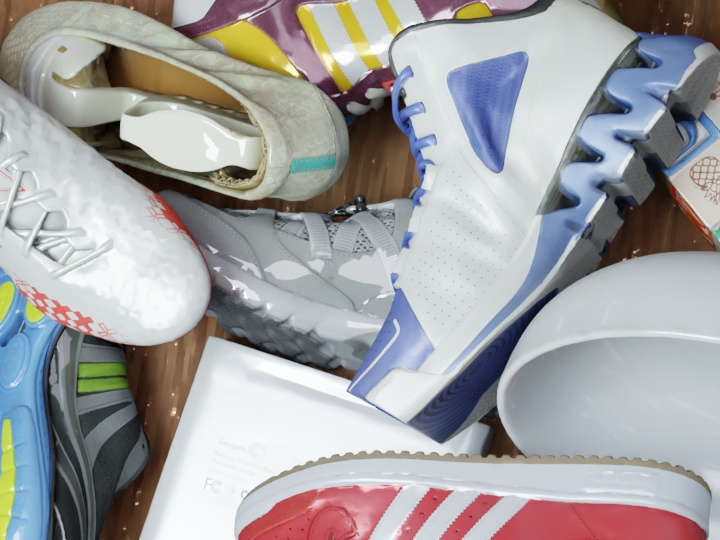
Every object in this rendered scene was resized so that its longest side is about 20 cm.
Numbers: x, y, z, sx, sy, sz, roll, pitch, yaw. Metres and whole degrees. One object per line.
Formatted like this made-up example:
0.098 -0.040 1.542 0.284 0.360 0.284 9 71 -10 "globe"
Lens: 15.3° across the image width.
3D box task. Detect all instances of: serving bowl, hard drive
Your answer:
0.157 0.048 1.054 0.199 0.200 0.066 14 65 12 "serving bowl"
-0.035 0.143 1.148 0.131 0.026 0.201 17 84 12 "hard drive"

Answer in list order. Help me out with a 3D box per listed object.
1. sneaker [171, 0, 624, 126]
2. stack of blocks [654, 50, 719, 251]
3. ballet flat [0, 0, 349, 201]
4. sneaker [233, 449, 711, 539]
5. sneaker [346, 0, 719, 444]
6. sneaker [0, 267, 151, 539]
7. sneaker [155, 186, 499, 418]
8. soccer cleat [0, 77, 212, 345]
0.014 -0.098 1.164 0.199 0.075 0.091 10 91 17 "sneaker"
0.225 -0.075 1.125 0.200 0.059 0.115 -39 77 1 "stack of blocks"
-0.095 -0.074 1.142 0.199 0.062 0.068 14 110 34 "ballet flat"
0.038 0.136 1.065 0.199 0.071 0.113 -3 59 18 "sneaker"
0.046 -0.035 1.090 0.115 0.081 0.200 35 85 19 "sneaker"
-0.132 0.054 1.160 0.070 0.083 0.201 -8 63 29 "sneaker"
0.000 0.000 1.152 0.199 0.075 0.082 19 75 2 "sneaker"
-0.145 -0.038 1.100 0.200 0.085 0.069 40 90 22 "soccer cleat"
